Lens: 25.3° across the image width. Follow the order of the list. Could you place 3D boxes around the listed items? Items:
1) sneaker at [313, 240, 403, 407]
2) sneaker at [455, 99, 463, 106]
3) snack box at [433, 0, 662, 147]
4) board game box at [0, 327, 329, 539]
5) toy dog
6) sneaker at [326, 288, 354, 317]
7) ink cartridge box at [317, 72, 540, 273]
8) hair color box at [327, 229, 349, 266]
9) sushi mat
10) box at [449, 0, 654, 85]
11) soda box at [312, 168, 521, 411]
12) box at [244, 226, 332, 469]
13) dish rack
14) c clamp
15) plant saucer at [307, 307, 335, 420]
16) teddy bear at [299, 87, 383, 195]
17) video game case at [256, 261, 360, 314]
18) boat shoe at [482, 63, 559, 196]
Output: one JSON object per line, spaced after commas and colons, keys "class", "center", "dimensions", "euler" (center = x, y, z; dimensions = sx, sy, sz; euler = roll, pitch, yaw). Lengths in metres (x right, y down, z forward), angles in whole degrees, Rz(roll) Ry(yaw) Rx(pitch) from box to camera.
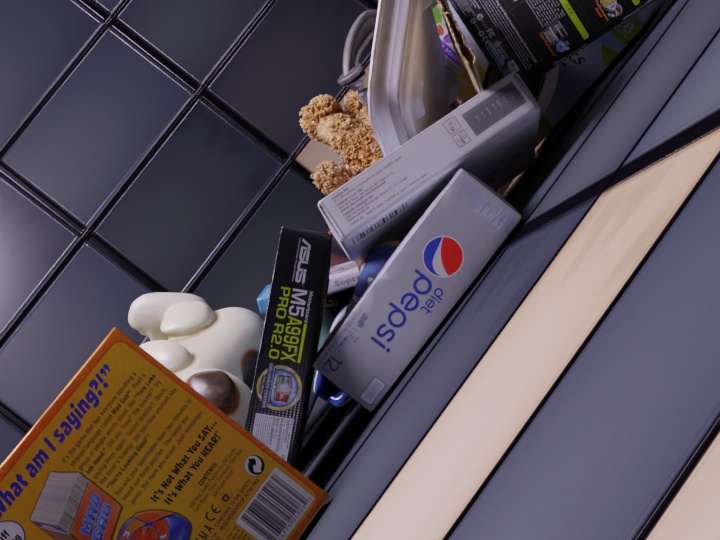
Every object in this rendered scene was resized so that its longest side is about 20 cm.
{"class": "sneaker", "center": [0.013, 0.054, 1.403], "dimensions": [0.088, 0.075, 0.200], "euler": [-64, 0, -36]}
{"class": "sneaker", "center": [0.107, -0.135, 1.654], "dimensions": [0.076, 0.115, 0.200], "euler": [-51, 3, 32]}
{"class": "snack box", "center": [0.155, -0.231, 1.501], "dimensions": [0.200, 0.168, 0.068], "euler": [-51, 0, 44]}
{"class": "board game box", "center": [-0.180, 0.202, 1.193], "dimensions": [0.200, 0.200, 0.200], "euler": [-53, 2, -25]}
{"class": "toy dog", "center": [-0.143, 0.124, 1.534], "dimensions": [0.200, 0.193, 0.140], "euler": [-95, 2, -65]}
{"class": "sneaker", "center": [-0.076, 0.069, 1.660], "dimensions": [0.060, 0.199, 0.105], "euler": [-90, -9, -59]}
{"class": "ink cartridge box", "center": [0.064, -0.078, 1.395], "dimensions": [0.200, 0.044, 0.174], "euler": [-34, -11, -2]}
{"class": "hair color box", "center": [0.027, -0.032, 1.742], "dimensions": [0.200, 0.111, 0.064], "euler": [-52, 3, 30]}
{"class": "sushi mat", "center": [0.085, -0.188, 1.350], "dimensions": [0.012, 0.096, 0.200], "euler": [-22, -12, 5]}
{"class": "box", "center": [0.155, -0.286, 1.377], "dimensions": [0.193, 0.200, 0.048], "euler": [-34, 7, 7]}
{"class": "soda box", "center": [0.045, 0.014, 1.297], "dimensions": [0.200, 0.063, 0.068], "euler": [-53, 2, 4]}
{"class": "box", "center": [-0.061, 0.080, 1.334], "dimensions": [0.160, 0.044, 0.201], "euler": [95, -176, -75]}
{"class": "dish rack", "center": [0.052, -0.161, 1.434], "dimensions": [0.200, 0.043, 0.172], "euler": [68, -154, -59]}
{"class": "c clamp", "center": [0.041, -0.148, 1.539], "dimensions": [0.027, 0.200, 0.171], "euler": [-20, 21, 42]}
{"class": "plant saucer", "center": [-0.060, 0.133, 1.548], "dimensions": [0.200, 0.027, 0.201], "euler": [23, -90, -90]}
{"class": "teddy bear", "center": [0.017, -0.117, 1.611], "dimensions": [0.201, 0.144, 0.067], "euler": [-104, 27, -43]}
{"class": "video game case", "center": [0.000, 0.000, 1.572], "dimensions": [0.199, 0.018, 0.143], "euler": [-17, 5, 2]}
{"class": "boat shoe", "center": [0.118, -0.121, 1.489], "dimensions": [0.074, 0.060, 0.200], "euler": [-98, 27, -49]}
